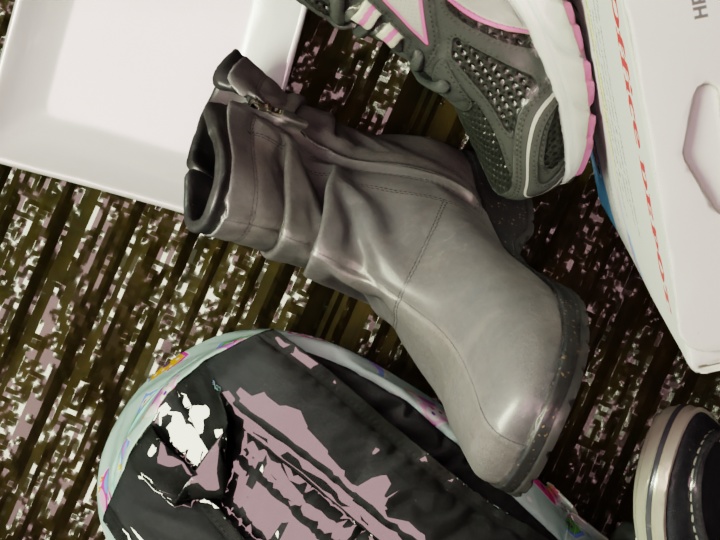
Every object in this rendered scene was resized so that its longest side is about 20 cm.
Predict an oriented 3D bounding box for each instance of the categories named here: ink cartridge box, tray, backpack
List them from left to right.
[{"bbox_3d":[-0.068,-0.125,1.125,0.107,0.022,0.200,16,94,-1],"label":"tray"},{"bbox_3d":[-0.008,0.113,1.091,0.200,0.127,0.167,42,79,-6],"label":"backpack"},{"bbox_3d":[0.124,-0.069,1.028,0.085,0.200,0.145,-12,108,1],"label":"ink cartridge box"}]

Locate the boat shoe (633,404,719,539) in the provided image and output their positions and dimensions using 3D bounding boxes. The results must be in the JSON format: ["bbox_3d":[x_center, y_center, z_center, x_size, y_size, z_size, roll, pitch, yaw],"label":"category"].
[{"bbox_3d":[0.158,0.120,1.082,0.062,0.075,0.200,-5,133,36],"label":"boat shoe"}]

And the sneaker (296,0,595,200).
[{"bbox_3d":[0.009,-0.110,1.038,0.086,0.080,0.200,-29,107,-11],"label":"sneaker"}]

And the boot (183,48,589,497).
[{"bbox_3d":[0.000,0.000,1.043,0.132,0.200,0.070,20,111,-19],"label":"boot"}]
